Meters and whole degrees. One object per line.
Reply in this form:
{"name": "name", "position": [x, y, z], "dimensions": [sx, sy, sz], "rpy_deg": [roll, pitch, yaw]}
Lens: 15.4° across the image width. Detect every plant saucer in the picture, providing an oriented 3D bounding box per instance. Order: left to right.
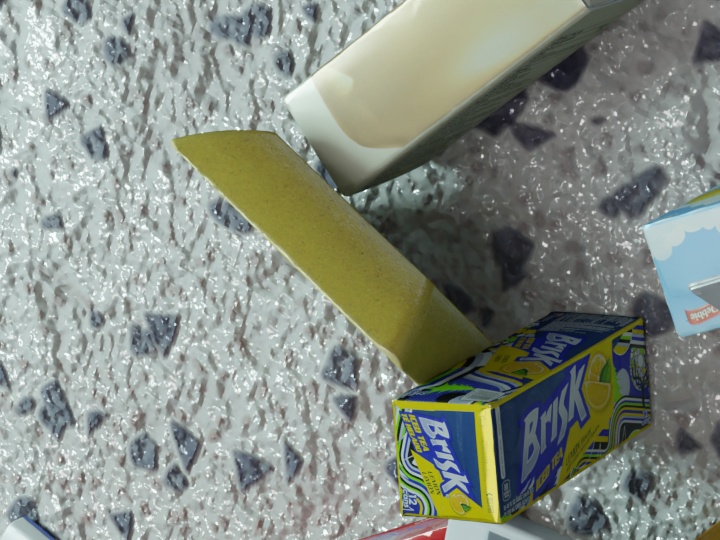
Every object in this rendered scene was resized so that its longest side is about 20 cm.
{"name": "plant saucer", "position": [0.000, 0.000, 1.541], "dimensions": [0.048, 0.200, 0.200], "rpy_deg": [-47, 65, 0]}

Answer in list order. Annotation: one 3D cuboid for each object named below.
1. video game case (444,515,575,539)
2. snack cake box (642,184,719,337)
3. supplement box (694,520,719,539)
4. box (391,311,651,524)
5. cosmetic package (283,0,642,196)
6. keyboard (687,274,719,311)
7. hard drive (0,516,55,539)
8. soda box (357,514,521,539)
{"name": "video game case", "position": [0.122, 0.241, 1.464], "dimensions": [0.199, 0.023, 0.183], "rpy_deg": [21, 113, 27]}
{"name": "snack cake box", "position": [0.265, -0.031, 1.407], "dimensions": [0.199, 0.115, 0.067], "rpy_deg": [-17, 93, 33]}
{"name": "supplement box", "position": [0.192, 0.289, 1.527], "dimensions": [0.200, 0.133, 0.197], "rpy_deg": [49, 123, 11]}
{"name": "box", "position": [0.094, 0.080, 1.491], "dimensions": [0.064, 0.200, 0.070], "rpy_deg": [2, 103, 31]}
{"name": "cosmetic package", "position": [0.063, -0.130, 1.513], "dimensions": [0.200, 0.105, 0.071], "rpy_deg": [-36, 83, 32]}
{"name": "keyboard", "position": [0.248, 0.037, 1.405], "dimensions": [0.056, 0.200, 0.011], "rpy_deg": [-12, 61, 36]}
{"name": "hard drive", "position": [-0.185, 0.280, 1.823], "dimensions": [0.200, 0.025, 0.132], "rpy_deg": [37, 119, 18]}
{"name": "soda box", "position": [0.012, 0.199, 1.652], "dimensions": [0.200, 0.070, 0.064], "rpy_deg": [-22, 90, 34]}
